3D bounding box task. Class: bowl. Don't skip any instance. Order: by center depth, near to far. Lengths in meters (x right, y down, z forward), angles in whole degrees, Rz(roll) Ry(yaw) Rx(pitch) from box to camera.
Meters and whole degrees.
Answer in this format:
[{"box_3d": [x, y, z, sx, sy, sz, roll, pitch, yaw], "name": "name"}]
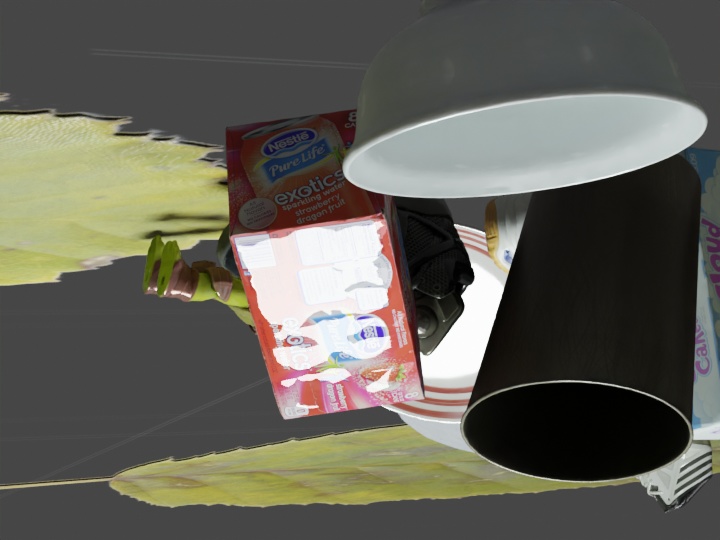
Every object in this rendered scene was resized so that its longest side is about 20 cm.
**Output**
[{"box_3d": [0.083, -0.107, 1.318, 0.201, 0.091, 0.201, -7, 169, -1], "name": "bowl"}]

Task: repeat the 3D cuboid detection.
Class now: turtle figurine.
[{"box_3d": [-0.077, 0.015, 1.786, 0.161, 0.065, 0.200, 12, -166, -17], "name": "turtle figurine"}]

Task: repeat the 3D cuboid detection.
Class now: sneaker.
[{"box_3d": [0.000, 0.000, 1.683, 0.199, 0.114, 0.076, 2, 134, -38], "name": "sneaker"}, {"box_3d": [0.180, -0.019, 1.817, 0.088, 0.075, 0.200, -16, 166, 34], "name": "sneaker"}, {"box_3d": [0.354, 0.256, 3.096, 0.200, 0.116, 0.076, -11, 167, 21], "name": "sneaker"}]

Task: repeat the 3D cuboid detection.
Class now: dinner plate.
[{"box_3d": [0.062, 0.037, 1.885, 0.200, 0.024, 0.201, 7, 127, 9], "name": "dinner plate"}]

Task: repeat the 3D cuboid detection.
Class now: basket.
[{"box_3d": [0.159, 0.021, 1.630, 0.136, 0.200, 0.180, 27, 149, -24], "name": "basket"}]

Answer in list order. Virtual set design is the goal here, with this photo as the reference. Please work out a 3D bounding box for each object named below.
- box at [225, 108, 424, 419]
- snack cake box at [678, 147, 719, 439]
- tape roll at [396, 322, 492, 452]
[{"box_3d": [-0.021, -0.002, 1.559, 0.099, 0.096, 0.200, -8, 141, 5], "name": "box"}, {"box_3d": [0.262, 0.018, 1.736, 0.115, 0.201, 0.067, 3, 164, -40], "name": "snack cake box"}, {"box_3d": [0.123, 0.075, 1.995, 0.200, 0.066, 0.200, 1, 145, 1], "name": "tape roll"}]
